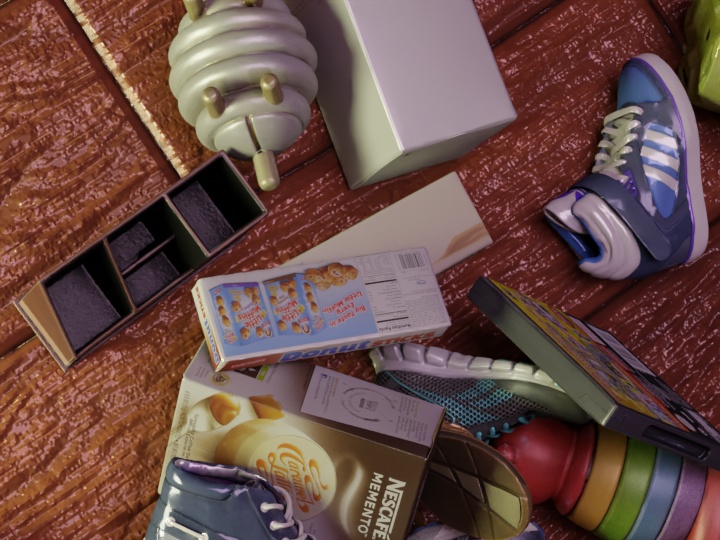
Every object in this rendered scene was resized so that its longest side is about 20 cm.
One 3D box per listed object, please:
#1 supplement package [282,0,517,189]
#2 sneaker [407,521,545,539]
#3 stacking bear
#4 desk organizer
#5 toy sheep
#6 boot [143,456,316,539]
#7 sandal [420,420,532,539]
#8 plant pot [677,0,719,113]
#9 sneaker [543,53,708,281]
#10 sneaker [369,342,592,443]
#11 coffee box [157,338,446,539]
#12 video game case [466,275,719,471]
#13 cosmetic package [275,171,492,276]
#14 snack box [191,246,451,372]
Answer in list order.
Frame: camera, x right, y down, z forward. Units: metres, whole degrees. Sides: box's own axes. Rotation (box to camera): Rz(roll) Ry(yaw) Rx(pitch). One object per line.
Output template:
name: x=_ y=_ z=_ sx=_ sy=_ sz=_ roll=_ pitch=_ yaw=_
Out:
supplement package: x=0.027 y=-0.190 z=1.801 sx=0.121 sy=0.120 sz=0.201 roll=-17 pitch=83 yaw=-26
sneaker: x=0.057 y=0.253 z=1.715 sx=0.199 sy=0.077 sz=0.086 roll=-11 pitch=74 yaw=-7
stacking bear: x=0.205 y=0.177 z=1.786 sx=0.199 sy=0.122 sz=0.114 roll=18 pitch=114 yaw=-4
desk organizer: x=-0.174 y=-0.010 z=1.696 sx=0.200 sy=0.077 sz=0.072 roll=-38 pitch=92 yaw=-26
toy sheep: x=-0.096 y=-0.160 z=1.736 sx=0.137 sy=0.138 sz=0.201 roll=0 pitch=69 yaw=-22
boot: x=-0.064 y=0.209 z=1.602 sx=0.199 sy=0.073 sz=0.091 roll=14 pitch=105 yaw=-6
sandal: x=0.063 y=0.155 z=1.704 sx=0.054 sy=0.199 sz=0.081 roll=-20 pitch=118 yaw=-45
plant pot: x=0.398 y=-0.202 z=1.931 sx=0.183 sy=0.200 sz=0.202 roll=11 pitch=72 yaw=-8
sneaker: x=0.226 y=-0.091 z=1.877 sx=0.146 sy=0.080 sz=0.201 roll=-9 pitch=86 yaw=-28
sneaker: x=0.098 y=0.117 z=1.747 sx=0.199 sy=0.078 sz=0.092 roll=8 pitch=83 yaw=23
coffee box: x=-0.046 y=0.141 z=1.646 sx=0.199 sy=0.115 sz=0.080 roll=17 pitch=29 yaw=5
video game case: x=0.202 y=0.087 z=1.741 sx=0.180 sy=0.200 sz=0.026 roll=23 pitch=106 yaw=-43
cosmetic package: x=0.000 y=0.000 z=1.751 sx=0.199 sy=0.105 sz=0.071 roll=-29 pitch=90 yaw=-24
snack box: x=-0.029 y=0.029 z=1.653 sx=0.199 sy=0.024 sz=0.072 roll=-8 pitch=68 yaw=-25
